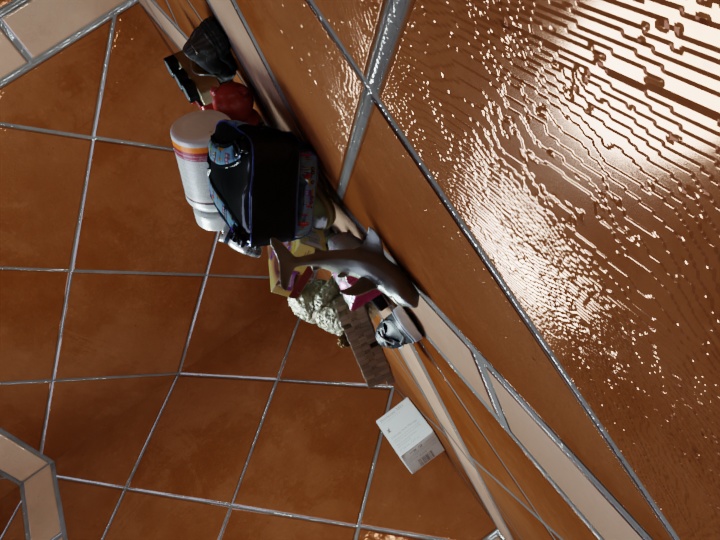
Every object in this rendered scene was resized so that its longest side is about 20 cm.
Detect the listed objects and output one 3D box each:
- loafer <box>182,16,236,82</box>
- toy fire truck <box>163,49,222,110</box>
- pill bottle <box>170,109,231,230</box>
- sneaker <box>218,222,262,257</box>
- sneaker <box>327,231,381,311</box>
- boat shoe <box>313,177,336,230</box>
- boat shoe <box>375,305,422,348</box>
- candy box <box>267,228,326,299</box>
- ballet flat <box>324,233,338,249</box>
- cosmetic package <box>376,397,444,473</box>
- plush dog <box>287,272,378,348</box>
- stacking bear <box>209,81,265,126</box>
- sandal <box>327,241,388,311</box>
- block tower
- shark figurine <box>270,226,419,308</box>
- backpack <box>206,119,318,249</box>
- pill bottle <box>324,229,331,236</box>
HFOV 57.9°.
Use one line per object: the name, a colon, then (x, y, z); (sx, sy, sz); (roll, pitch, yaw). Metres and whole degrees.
loafer: (-0.269, -0.375, 1.144); (0.073, 0.072, 0.200); (54, 175, 3)
toy fire truck: (-0.328, -0.386, 1.460); (0.176, 0.128, 0.201); (51, 163, 36)
pill bottle: (-0.272, -0.178, 1.182); (0.110, 0.109, 0.201); (50, 153, 40)
sneaker: (-0.184, -0.098, 1.178); (0.080, 0.201, 0.077); (28, 134, -5)
sneaker: (-0.008, -0.003, 1.106); (0.088, 0.081, 0.200); (54, 166, 26)
boat shoe: (-0.093, -0.143, 1.112); (0.201, 0.063, 0.074); (45, 132, 36)
boat shoe: (0.061, 0.110, 1.177); (0.072, 0.068, 0.200); (55, 174, 2)
candy box: (-0.118, -0.061, 1.159); (0.056, 0.117, 0.201); (18, -145, -26)
ballet flat: (-0.106, -0.025, 1.355); (0.199, 0.046, 0.068); (-20, 116, 44)
cosmetic package: (0.198, 0.657, 2.591); (0.200, 0.167, 0.167); (48, 172, 46)
plush dog: (-0.072, 0.076, 1.371); (0.171, 0.161, 0.200); (11, 154, 23)
stacking bear: (-0.225, -0.266, 1.235); (0.120, 0.114, 0.201); (8, 141, 15)
sandal: (0.000, 0.000, 1.244); (0.200, 0.043, 0.076); (48, -172, -41)
block tower: (0.009, 0.138, 1.257); (0.054, 0.057, 0.201); (-104, -8, -61)
shark figurine: (-0.014, -0.021, 0.920); (0.128, 0.213, 0.090); (-72, -6, -62)
backpack: (-0.168, -0.149, 1.041); (0.200, 0.134, 0.184); (39, 130, 52)
pill bottle: (-0.151, -0.121, 1.418); (0.201, 0.108, 0.109); (58, 174, -20)
